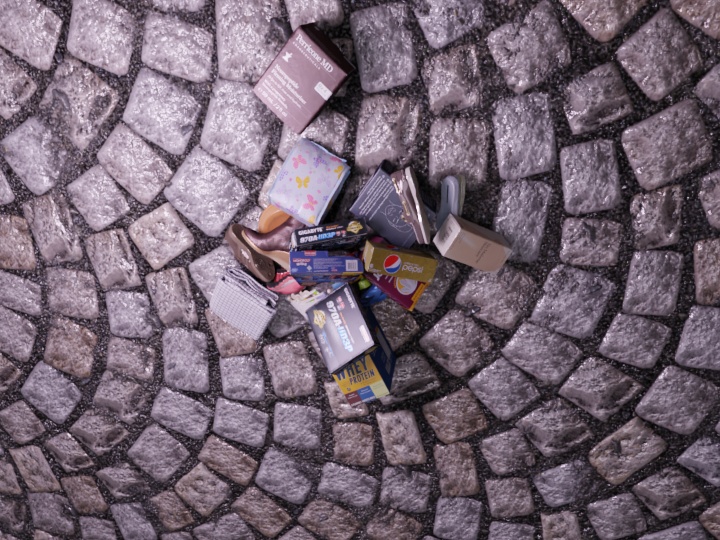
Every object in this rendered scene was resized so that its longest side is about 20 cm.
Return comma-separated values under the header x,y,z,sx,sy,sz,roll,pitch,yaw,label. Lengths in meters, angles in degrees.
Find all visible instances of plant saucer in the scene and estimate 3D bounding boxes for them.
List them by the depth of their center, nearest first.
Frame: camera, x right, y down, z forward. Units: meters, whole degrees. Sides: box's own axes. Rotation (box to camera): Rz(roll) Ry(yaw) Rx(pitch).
x,y,z,sx,sy,sz,roll,pitch,yaw,label
-0.209,-0.108,1.779,0.194,0.038,0.206,3,113,8,plant saucer

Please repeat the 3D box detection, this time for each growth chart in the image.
x,y,z,sx,sy,sz,roll,pitch,yaw,label
-0.124,0.109,1.819,0.197,0.018,0.146,-13,125,41,growth chart

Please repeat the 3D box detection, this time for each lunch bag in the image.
x,y,z,sx,sy,sz,roll,pitch,yaw,label
-0.138,-0.239,1.660,0.167,0.127,0.204,28,84,-1,lunch bag

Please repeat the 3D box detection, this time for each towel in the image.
x,y,z,sx,sy,sz,roll,pitch,yaw,label
-0.350,0.095,1.840,0.197,0.086,0.167,32,135,-4,towel

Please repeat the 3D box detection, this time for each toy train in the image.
x,y,z,sx,sy,sz,roll,pitch,yaw,label
0.000,0.000,1.750,0.197,0.085,0.118,-27,90,19,toy train

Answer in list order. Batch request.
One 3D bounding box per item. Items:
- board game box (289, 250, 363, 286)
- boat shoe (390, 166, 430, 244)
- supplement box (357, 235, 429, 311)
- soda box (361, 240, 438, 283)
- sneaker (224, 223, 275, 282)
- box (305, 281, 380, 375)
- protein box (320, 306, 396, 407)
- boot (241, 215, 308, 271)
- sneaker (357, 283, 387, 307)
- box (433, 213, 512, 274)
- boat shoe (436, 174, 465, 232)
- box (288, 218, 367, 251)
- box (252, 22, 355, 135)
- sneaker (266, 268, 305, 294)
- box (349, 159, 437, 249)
x,y,z,sx,sy,sz,roll,pitch,yaw,label
-0.106,-0.003,1.652,0.194,0.200,0.064,-1,80,-13,board game box
0.131,-0.162,1.565,0.058,0.072,0.205,-13,105,19,boat shoe
0.088,0.007,1.700,0.199,0.085,0.112,38,84,-21,supplement box
0.105,-0.023,1.617,0.195,0.064,0.070,10,106,-22,soda box
-0.330,-0.045,1.810,0.202,0.070,0.075,55,137,-1,sneaker
-0.052,0.160,1.675,0.157,0.046,0.203,-33,63,16,box
-0.001,0.252,1.809,0.132,0.199,0.203,-23,107,18,protein box
-0.224,-0.112,1.736,0.197,0.072,0.168,33,103,-4,boot
0.038,0.076,1.800,0.078,0.066,0.200,41,111,-16,sneaker
0.306,-0.069,1.644,0.196,0.078,0.096,16,118,-29,box
0.255,-0.167,1.662,0.061,0.072,0.204,-21,132,-30,boat shoe
-0.090,-0.085,1.636,0.194,0.159,0.047,-11,81,-13,box
-0.140,-0.486,1.535,0.165,0.165,0.200,41,113,-10,box
-0.183,0.023,1.809,0.196,0.076,0.087,-15,147,28,sneaker
0.092,-0.175,1.661,0.198,0.108,0.149,38,113,-7,box
